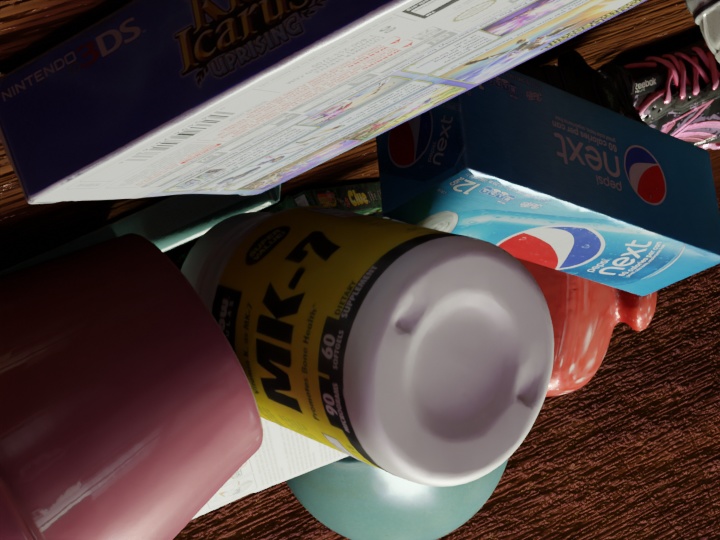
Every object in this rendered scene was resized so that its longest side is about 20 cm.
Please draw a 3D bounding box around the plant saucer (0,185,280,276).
[{"bbox_3d":[-0.132,-0.011,0.891,0.198,0.019,0.070,-24,175,-3],"label":"plant saucer"}]

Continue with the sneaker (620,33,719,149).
[{"bbox_3d":[0.200,-0.115,1.085,0.199,0.080,0.095,-26,163,8],"label":"sneaker"}]

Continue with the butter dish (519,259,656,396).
[{"bbox_3d":[0.141,0.014,1.202,0.146,0.202,0.199,6,-175,20],"label":"butter dish"}]

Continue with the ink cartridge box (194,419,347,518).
[{"bbox_3d":[-0.056,0.096,1.121,0.198,0.058,0.163,-18,155,-6],"label":"ink cartridge box"}]

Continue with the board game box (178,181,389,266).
[{"bbox_3d":[-0.032,-0.030,1.124,0.104,0.024,0.200,-23,176,22],"label":"board game box"}]

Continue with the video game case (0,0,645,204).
[{"bbox_3d":[0.001,-0.085,0.574,0.199,0.046,0.181,-25,173,19],"label":"video game case"}]

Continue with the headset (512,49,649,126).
[{"bbox_3d":[0.099,-0.088,0.968,0.199,0.095,0.123,1,156,-38],"label":"headset"}]

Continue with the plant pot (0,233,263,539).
[{"bbox_3d":[-0.154,0.081,0.810,0.178,0.201,0.200,-33,178,-19],"label":"plant pot"}]

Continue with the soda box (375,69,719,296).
[{"bbox_3d":[0.101,-0.046,0.864,0.199,0.069,0.064,15,150,-38],"label":"soda box"}]

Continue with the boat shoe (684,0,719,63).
[{"bbox_3d":[0.256,-0.156,0.850,0.071,0.070,0.199,-18,173,-46],"label":"boat shoe"}]

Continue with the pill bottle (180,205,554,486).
[{"bbox_3d":[-0.007,0.029,0.824,0.114,0.115,0.199,-20,-162,-29],"label":"pill bottle"}]

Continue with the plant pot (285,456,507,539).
[{"bbox_3d":[0.011,0.112,1.302,0.199,0.202,0.135,-24,163,10],"label":"plant pot"}]

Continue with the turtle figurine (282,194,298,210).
[{"bbox_3d":[-0.111,0.035,0.992,0.199,0.101,0.150,-27,171,-3],"label":"turtle figurine"}]
